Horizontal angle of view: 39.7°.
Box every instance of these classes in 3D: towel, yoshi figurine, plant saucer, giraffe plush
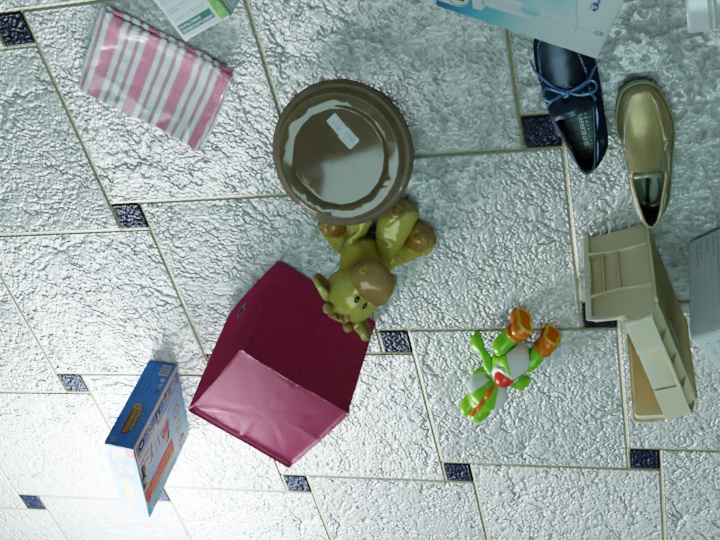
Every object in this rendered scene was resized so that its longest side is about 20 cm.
[{"bbox_3d":[-0.286,-0.262,1.379,0.200,0.030,0.146,26,132,-7],"label":"towel"},{"bbox_3d":[0.223,0.149,1.566,0.112,0.113,0.200,4,130,-44],"label":"yoshi figurine"},{"bbox_3d":[-0.028,-0.156,1.345,0.199,0.029,0.201,4,107,14],"label":"plant saucer"},{"bbox_3d":[0.000,0.000,1.433,0.172,0.162,0.200,26,132,-7],"label":"giraffe plush"}]

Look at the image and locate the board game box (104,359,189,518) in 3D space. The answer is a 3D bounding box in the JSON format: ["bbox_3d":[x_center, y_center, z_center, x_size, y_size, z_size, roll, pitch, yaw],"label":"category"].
[{"bbox_3d":[-0.377,0.300,1.784,0.056,0.200,0.196,9,131,10],"label":"board game box"}]

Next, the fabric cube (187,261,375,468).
[{"bbox_3d":[-0.123,0.150,1.578,0.200,0.200,0.196,33,132,-13],"label":"fabric cube"}]

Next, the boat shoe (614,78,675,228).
[{"bbox_3d":[0.364,-0.142,1.259,0.071,0.076,0.200,-7,128,22],"label":"boat shoe"}]

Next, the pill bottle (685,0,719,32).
[{"bbox_3d":[0.450,-0.310,1.064,0.199,0.111,0.111,-5,129,20],"label":"pill bottle"}]

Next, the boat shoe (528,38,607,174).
[{"bbox_3d":[0.269,-0.210,1.233,0.084,0.069,0.200,-17,124,28],"label":"boat shoe"}]

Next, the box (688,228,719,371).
[{"bbox_3d":[0.538,0.062,1.304,0.131,0.200,0.199,-29,117,35],"label":"box"}]

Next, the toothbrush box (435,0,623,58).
[{"bbox_3d":[0.203,-0.347,1.121,0.199,0.085,0.147,18,132,1],"label":"toothbrush box"}]

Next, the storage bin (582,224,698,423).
[{"bbox_3d":[0.381,0.072,1.362,0.093,0.199,0.200,-16,124,23],"label":"storage bin"}]

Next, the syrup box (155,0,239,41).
[{"bbox_3d":[-0.235,-0.392,1.214,0.079,0.082,0.200,-20,123,29],"label":"syrup box"}]
